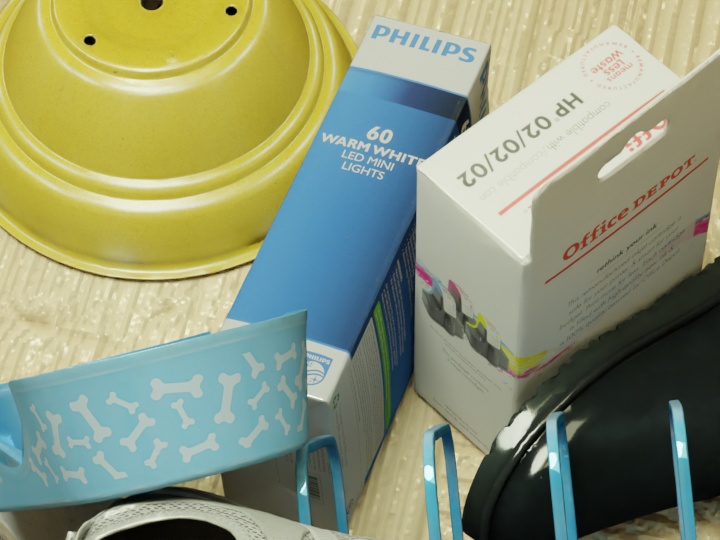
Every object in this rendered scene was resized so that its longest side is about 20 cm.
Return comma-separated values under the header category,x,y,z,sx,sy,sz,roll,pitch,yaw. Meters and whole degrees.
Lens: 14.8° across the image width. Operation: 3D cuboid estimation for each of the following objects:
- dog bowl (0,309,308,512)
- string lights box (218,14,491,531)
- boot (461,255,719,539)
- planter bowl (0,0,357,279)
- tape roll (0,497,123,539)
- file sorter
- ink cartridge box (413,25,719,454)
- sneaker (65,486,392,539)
category,x,y,z,sx,sy,sz,roll,pitch,yaw
dog bowl,-0.086,0.055,1.033,0.111,0.200,0.050,-14,90,-25
string lights box,0.000,0.000,1.192,0.059,0.103,0.201,15,55,15
boot,0.164,0.089,1.144,0.200,0.077,0.168,-35,59,-27
planter bowl,-0.094,-0.101,1.277,0.199,0.084,0.201,0,54,1
tape roll,-0.181,0.149,1.110,0.199,0.066,0.201,0,54,0
file sorter,0.080,0.115,1.047,0.199,0.139,0.124,-5,89,6
ink cartridge box,0.085,-0.019,1.146,0.115,0.200,0.068,-36,62,-23
sneaker,-0.012,0.125,0.943,0.199,0.082,0.075,10,90,21
